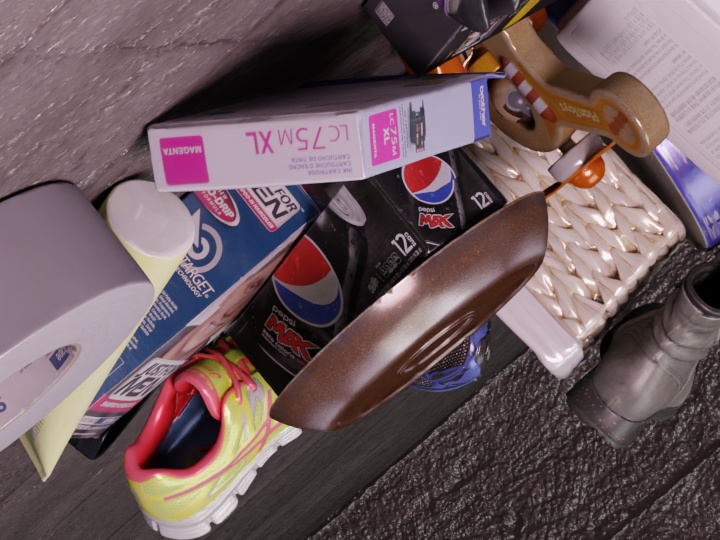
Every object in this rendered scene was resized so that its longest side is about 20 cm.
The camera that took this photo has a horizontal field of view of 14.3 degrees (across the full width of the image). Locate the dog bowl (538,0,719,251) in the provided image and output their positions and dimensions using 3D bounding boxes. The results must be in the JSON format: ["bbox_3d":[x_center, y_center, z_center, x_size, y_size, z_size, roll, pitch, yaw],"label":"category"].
[{"bbox_3d":[0.187,-0.112,1.774,0.079,0.200,0.200,-36,172,0],"label":"dog bowl"}]

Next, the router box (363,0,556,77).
[{"bbox_3d":[0.108,-0.198,1.482,0.157,0.052,0.200,-31,169,-40],"label":"router box"}]

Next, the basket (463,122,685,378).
[{"bbox_3d":[0.097,-0.045,1.776,0.123,0.200,0.136,-45,172,2],"label":"basket"}]

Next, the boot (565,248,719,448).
[{"bbox_3d":[0.208,0.034,1.802,0.131,0.068,0.200,-49,177,22],"label":"boot"}]

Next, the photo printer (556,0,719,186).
[{"bbox_3d":[0.216,-0.109,1.594,0.070,0.200,0.166,-49,180,-19],"label":"photo printer"}]

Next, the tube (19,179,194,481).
[{"bbox_3d":[-0.151,0.029,1.539,0.200,0.052,0.058,-53,-159,42],"label":"tube"}]

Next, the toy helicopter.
[{"bbox_3d":[0.112,-0.090,1.595,0.079,0.133,0.200,-36,-155,-16],"label":"toy helicopter"}]

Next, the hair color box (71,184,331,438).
[{"bbox_3d":[-0.106,0.012,1.650,0.200,0.061,0.100,-41,172,6],"label":"hair color box"}]

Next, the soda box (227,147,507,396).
[{"bbox_3d":[0.000,0.000,1.620,0.071,0.063,0.200,-33,169,-37],"label":"soda box"}]

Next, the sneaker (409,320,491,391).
[{"bbox_3d":[-0.003,0.033,1.861,0.078,0.199,0.076,-1,101,-56],"label":"sneaker"}]

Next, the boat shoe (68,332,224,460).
[{"bbox_3d":[-0.113,0.042,1.775,0.200,0.062,0.075,-40,170,-4],"label":"boat shoe"}]

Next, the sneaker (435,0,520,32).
[{"bbox_3d":[0.081,-0.185,1.314,0.076,0.088,0.200,-33,169,-33],"label":"sneaker"}]

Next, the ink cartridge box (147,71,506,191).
[{"bbox_3d":[-0.011,-0.074,1.482,0.119,0.042,0.200,-3,-169,25],"label":"ink cartridge box"}]

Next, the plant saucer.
[{"bbox_3d":[0.035,0.031,1.614,0.200,0.032,0.200,-37,172,-6],"label":"plant saucer"}]

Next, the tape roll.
[{"bbox_3d":[-0.198,0.045,1.410,0.200,0.066,0.200,-39,172,-7],"label":"tape roll"}]

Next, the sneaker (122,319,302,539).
[{"bbox_3d":[-0.071,0.069,1.722,0.200,0.078,0.090,-55,151,-8],"label":"sneaker"}]
